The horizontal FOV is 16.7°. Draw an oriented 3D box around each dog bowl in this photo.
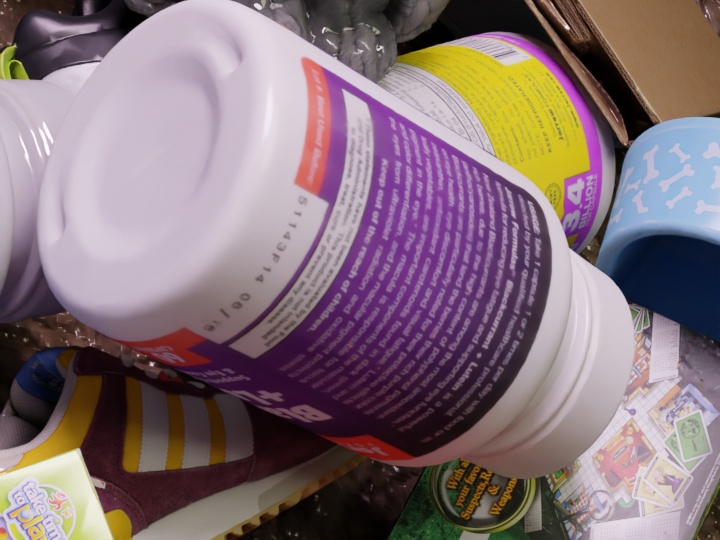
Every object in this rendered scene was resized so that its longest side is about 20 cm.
[{"bbox_3d":[0.139,0.023,0.990,0.111,0.201,0.050,25,58,11],"label":"dog bowl"}]

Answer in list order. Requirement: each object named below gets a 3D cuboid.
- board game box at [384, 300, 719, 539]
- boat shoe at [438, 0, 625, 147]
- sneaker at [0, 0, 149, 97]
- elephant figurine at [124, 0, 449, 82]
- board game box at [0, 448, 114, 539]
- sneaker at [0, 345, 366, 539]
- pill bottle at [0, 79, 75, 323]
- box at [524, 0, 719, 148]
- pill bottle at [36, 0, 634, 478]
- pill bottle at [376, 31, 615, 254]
[{"bbox_3d":[0.070,0.096,0.914,0.104,0.024,0.201,26,61,10],"label":"board game box"},{"bbox_3d":[0.062,-0.136,1.116,0.200,0.076,0.061,40,48,-13],"label":"boat shoe"},{"bbox_3d":[-0.069,-0.105,0.978,0.083,0.072,0.200,50,41,1],"label":"sneaker"},{"bbox_3d":[-0.008,-0.178,0.892,0.155,0.201,0.141,32,39,20],"label":"elephant figurine"},{"bbox_3d":[-0.111,0.169,0.714,0.134,0.045,0.201,-19,71,-15],"label":"board game box"},{"bbox_3d":[-0.071,0.057,0.855,0.200,0.075,0.090,-27,85,-49],"label":"sneaker"},{"bbox_3d":[-0.182,-0.019,0.784,0.199,0.112,0.113,-7,66,-44],"label":"pill bottle"},{"bbox_3d":[0.104,-0.130,1.074,0.164,0.021,0.200,56,20,6],"label":"box"},{"bbox_3d":[0.000,0.000,0.816,0.199,0.111,0.112,28,44,-40],"label":"pill bottle"},{"bbox_3d":[0.007,-0.028,0.964,0.199,0.104,0.105,-21,75,-47],"label":"pill bottle"}]
